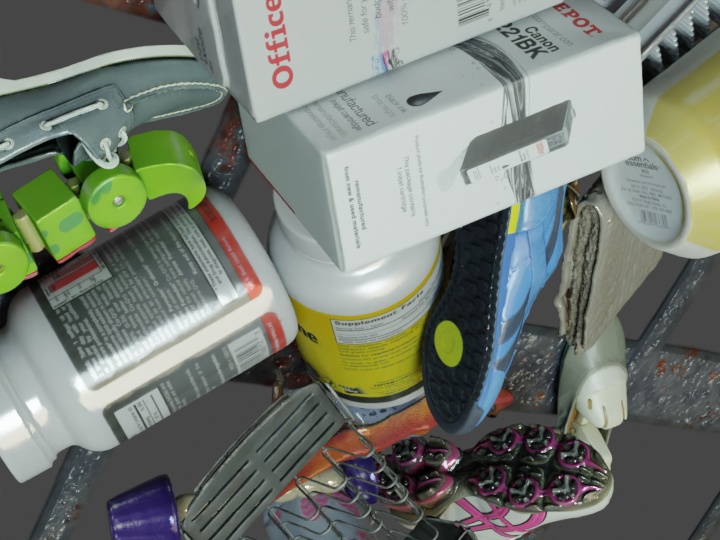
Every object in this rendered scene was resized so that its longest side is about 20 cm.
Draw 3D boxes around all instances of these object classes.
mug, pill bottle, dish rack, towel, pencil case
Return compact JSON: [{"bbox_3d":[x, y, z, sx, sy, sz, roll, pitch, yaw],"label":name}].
[{"bbox_3d":[0.245,-0.092,1.006,0.153,0.150,0.187,-27,159,-25],"label":"mug"},{"bbox_3d":[-0.150,0.041,0.972,0.199,0.116,0.116,-30,136,-10],"label":"pill bottle"},{"bbox_3d":[-0.022,0.179,1.036,0.153,0.054,0.200,-47,125,-17],"label":"dish rack"},{"bbox_3d":[0.231,-0.183,1.056,0.172,0.044,0.200,-45,168,6],"label":"dish rack"},{"bbox_3d":[0.195,-0.031,1.156,0.133,0.034,0.201,-49,157,-27],"label":"towel"},{"bbox_3d":[0.000,0.000,1.016,0.112,0.113,0.200,-30,149,-10],"label":"pill bottle"},{"bbox_3d":[-0.009,0.241,1.174,0.090,0.200,0.083,21,117,-35],"label":"pencil case"}]

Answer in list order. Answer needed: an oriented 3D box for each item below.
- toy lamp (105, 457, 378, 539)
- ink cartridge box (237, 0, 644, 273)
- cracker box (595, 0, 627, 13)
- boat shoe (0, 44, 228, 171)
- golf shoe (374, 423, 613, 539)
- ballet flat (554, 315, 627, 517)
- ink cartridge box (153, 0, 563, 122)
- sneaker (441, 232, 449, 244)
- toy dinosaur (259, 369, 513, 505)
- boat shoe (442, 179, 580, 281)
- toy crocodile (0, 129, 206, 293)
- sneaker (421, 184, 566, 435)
[{"bbox_3d":[-0.088,0.168,1.143,0.199,0.058,0.058,-11,130,-12],"label":"toy lamp"},{"bbox_3d":[0.044,-0.100,0.890,0.199,0.144,0.084,-22,129,-16],"label":"ink cartridge box"},{"bbox_3d":[0.091,-0.156,1.020,0.133,0.058,0.201,13,115,-41],"label":"cracker box"},{"bbox_3d":[-0.164,-0.080,0.885,0.199,0.062,0.073,-14,167,-19],"label":"boat shoe"},{"bbox_3d":[0.109,0.166,1.165,0.092,0.199,0.073,49,50,-36],"label":"golf shoe"},{"bbox_3d":[0.200,0.128,1.320,0.067,0.064,0.201,-10,129,-28],"label":"ballet flat"},{"bbox_3d":[-0.011,-0.205,0.845,0.199,0.145,0.148,-23,131,-18],"label":"ink cartridge box"},{"bbox_3d":[0.130,-0.047,1.112,0.077,0.089,0.201,10,117,-39],"label":"sneaker"},{"bbox_3d":[0.023,0.115,1.135,0.180,0.201,0.105,7,143,-2],"label":"toy dinosaur"},{"bbox_3d":[0.120,-0.056,1.031,0.072,0.068,0.201,0,123,-32],"label":"boat shoe"},{"bbox_3d":[-0.188,-0.030,0.922,0.199,0.068,0.062,-29,136,-12],"label":"toy crocodile"},{"bbox_3d":[0.093,0.012,0.975,0.078,0.066,0.201,-6,116,-37],"label":"sneaker"}]
